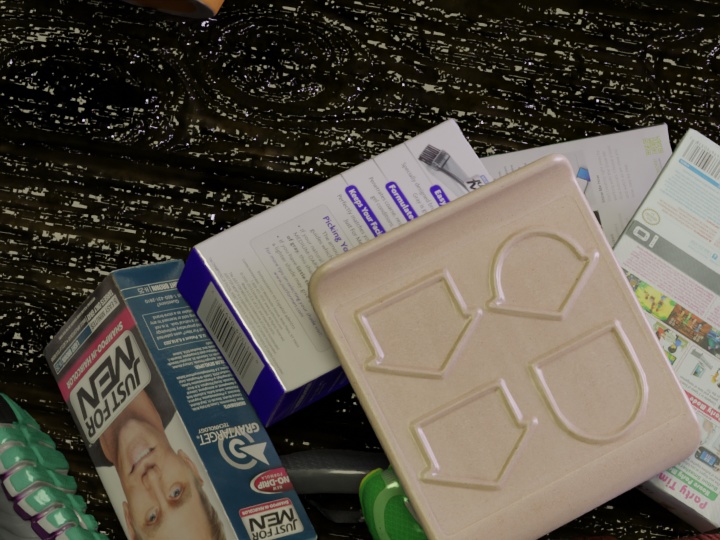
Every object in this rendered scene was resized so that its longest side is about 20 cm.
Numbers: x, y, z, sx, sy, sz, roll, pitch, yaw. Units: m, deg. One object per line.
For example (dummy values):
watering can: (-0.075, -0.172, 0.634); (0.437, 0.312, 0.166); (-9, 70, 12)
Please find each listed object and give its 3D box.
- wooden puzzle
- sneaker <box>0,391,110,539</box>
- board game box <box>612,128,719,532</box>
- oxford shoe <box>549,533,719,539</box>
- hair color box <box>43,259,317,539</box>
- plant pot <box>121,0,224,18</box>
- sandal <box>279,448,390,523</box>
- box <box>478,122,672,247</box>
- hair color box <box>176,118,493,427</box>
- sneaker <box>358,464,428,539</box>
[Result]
wooden puzzle: (0.083, 0.056, 1.608); (0.184, 0.046, 0.201); (-25, 90, -18)
sneaker: (-0.211, 0.162, 1.662); (0.087, 0.074, 0.200); (-41, 63, 9)
board game box: (0.209, 0.038, 1.681); (0.147, 0.064, 0.201); (33, 82, 1)
oxford shoe: (0.199, 0.201, 1.659); (0.198, 0.071, 0.074); (-1, 90, 2)
hair color box: (-0.113, 0.105, 1.659); (0.060, 0.100, 0.201); (-10, 65, -41)
plant pot: (-0.127, -0.271, 1.775); (0.199, 0.200, 0.185); (16, 86, 6)
sandal: (0.031, 0.139, 1.673); (0.199, 0.076, 0.043); (3, 95, 2)
box: (0.117, -0.008, 1.746); (0.198, 0.036, 0.145); (-10, 69, -5)
hair color box: (0.000, 0.000, 1.664); (0.199, 0.065, 0.110); (-27, 75, -24)
sneaker: (0.064, 0.203, 1.609); (0.074, 0.084, 0.201); (-28, 91, 8)
